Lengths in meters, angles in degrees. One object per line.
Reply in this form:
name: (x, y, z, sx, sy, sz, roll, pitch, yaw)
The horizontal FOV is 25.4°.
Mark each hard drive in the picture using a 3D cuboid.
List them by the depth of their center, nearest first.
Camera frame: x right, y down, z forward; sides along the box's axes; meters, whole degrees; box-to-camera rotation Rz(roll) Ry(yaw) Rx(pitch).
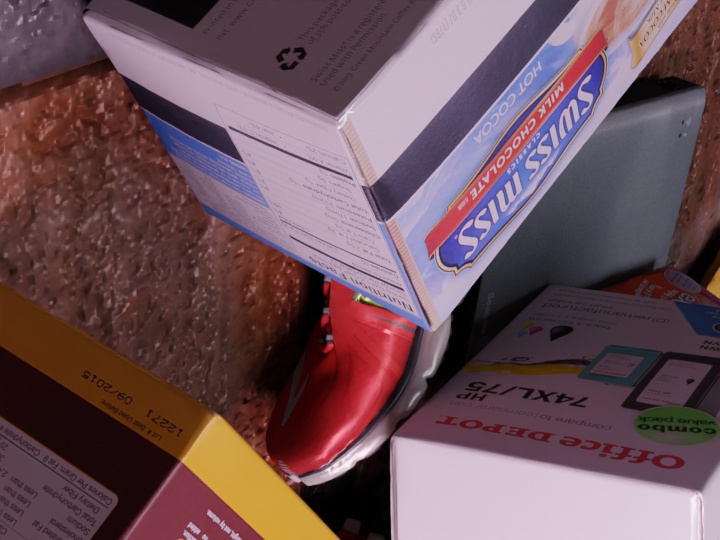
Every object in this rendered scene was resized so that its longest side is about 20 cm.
hard drive: (0.115, -0.027, 0.888, 0.200, 0.033, 0.140, -19, 126, -46)

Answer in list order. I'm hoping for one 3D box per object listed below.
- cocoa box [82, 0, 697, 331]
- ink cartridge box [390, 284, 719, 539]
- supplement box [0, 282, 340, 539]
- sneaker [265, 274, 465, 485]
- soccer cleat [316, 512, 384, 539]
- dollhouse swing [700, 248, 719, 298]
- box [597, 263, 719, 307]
cocoa box: (0.022, -0.105, 0.621, 0.200, 0.133, 0.131, -50, 145, -18)
ink cartridge box: (0.123, 0.115, 0.775, 0.200, 0.147, 0.146, -37, 129, -56)
supplement box: (-0.118, 0.147, 0.603, 0.200, 0.133, 0.197, -54, 145, -14)
sneaker: (0.000, 0.000, 0.738, 0.085, 0.077, 0.200, 30, 86, -36)
soccer cleat: (0.005, 0.175, 0.847, 0.200, 0.069, 0.085, 8, 101, -59)
dollhouse swing: (0.264, 0.080, 1.156, 0.182, 0.176, 0.200, 36, 80, -14)
box: (0.157, 0.109, 0.943, 0.095, 0.100, 0.200, -17, 137, -48)
